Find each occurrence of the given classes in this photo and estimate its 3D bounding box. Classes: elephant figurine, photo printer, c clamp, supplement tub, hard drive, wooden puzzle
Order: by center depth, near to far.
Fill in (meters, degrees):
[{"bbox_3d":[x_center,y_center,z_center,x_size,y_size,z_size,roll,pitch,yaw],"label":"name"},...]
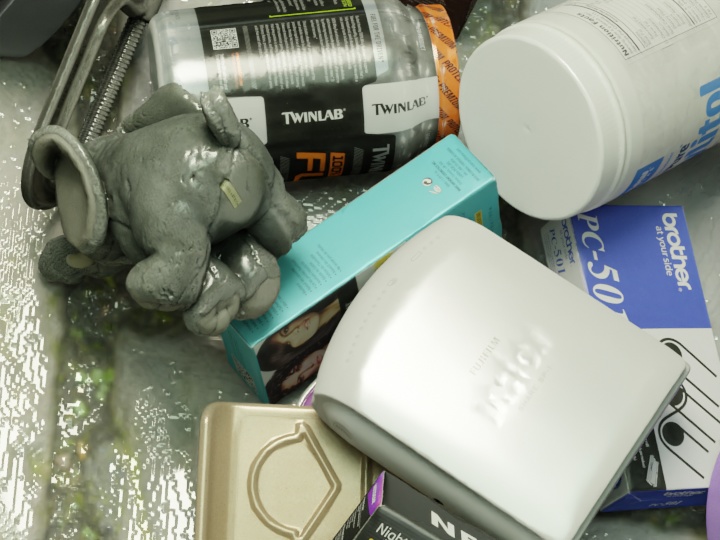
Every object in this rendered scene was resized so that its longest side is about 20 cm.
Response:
[{"bbox_3d":[0.081,0.070,1.392,0.200,0.070,0.167,34,68,10],"label":"photo printer"},{"bbox_3d":[-0.144,-0.048,1.395,0.200,0.141,0.156,26,89,38],"label":"elephant figurine"},{"bbox_3d":[-0.008,0.181,1.416,0.199,0.046,0.186,4,79,-9],"label":"wooden puzzle"},{"bbox_3d":[0.177,-0.126,1.489,0.200,0.132,0.132,-28,72,-36],"label":"supplement tub"},{"bbox_3d":[-0.170,-0.126,1.490,0.027,0.171,0.201,22,82,7],"label":"c clamp"},{"bbox_3d":[-0.196,-0.217,1.490,0.042,0.200,0.135,30,66,-16],"label":"hard drive"},{"bbox_3d":[-0.038,-0.122,1.501,0.199,0.123,0.123,-7,69,-7],"label":"supplement tub"}]

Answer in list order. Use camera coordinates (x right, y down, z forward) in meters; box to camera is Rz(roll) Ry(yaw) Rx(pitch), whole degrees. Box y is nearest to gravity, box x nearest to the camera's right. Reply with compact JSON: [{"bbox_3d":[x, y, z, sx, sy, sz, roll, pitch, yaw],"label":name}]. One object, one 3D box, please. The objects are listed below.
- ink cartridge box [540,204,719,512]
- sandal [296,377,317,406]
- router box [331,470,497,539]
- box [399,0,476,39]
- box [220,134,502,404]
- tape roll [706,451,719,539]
[{"bbox_3d":[0.186,0.055,1.481,0.094,0.044,0.201,-1,67,-25],"label":"ink cartridge box"},{"bbox_3d":[0.048,0.073,1.470,0.202,0.050,0.083,-19,71,-13],"label":"sandal"},{"bbox_3d":[0.054,0.233,1.336,0.199,0.051,0.149,31,109,-10],"label":"router box"},{"bbox_3d":[0.071,-0.254,1.522,0.075,0.200,0.100,27,68,5],"label":"box"},{"bbox_3d":[0.000,0.000,1.469,0.200,0.082,0.049,-35,60,-14],"label":"box"},{"bbox_3d":[0.324,0.158,1.423,0.199,0.066,0.201,1,86,-11],"label":"tape roll"}]
